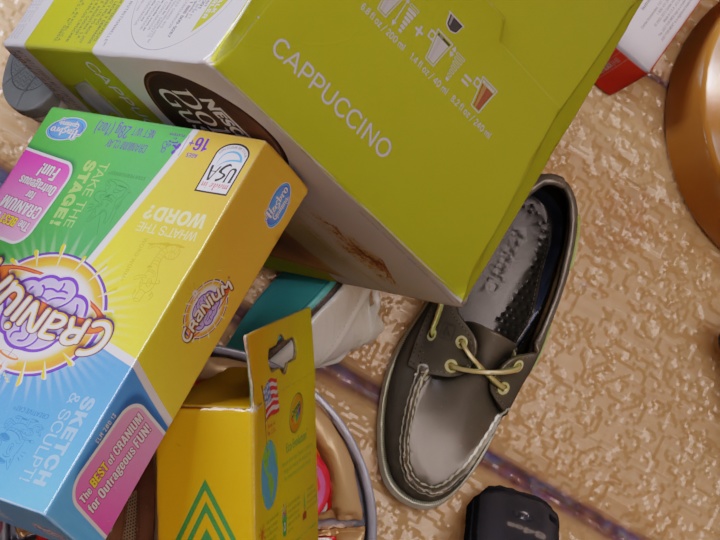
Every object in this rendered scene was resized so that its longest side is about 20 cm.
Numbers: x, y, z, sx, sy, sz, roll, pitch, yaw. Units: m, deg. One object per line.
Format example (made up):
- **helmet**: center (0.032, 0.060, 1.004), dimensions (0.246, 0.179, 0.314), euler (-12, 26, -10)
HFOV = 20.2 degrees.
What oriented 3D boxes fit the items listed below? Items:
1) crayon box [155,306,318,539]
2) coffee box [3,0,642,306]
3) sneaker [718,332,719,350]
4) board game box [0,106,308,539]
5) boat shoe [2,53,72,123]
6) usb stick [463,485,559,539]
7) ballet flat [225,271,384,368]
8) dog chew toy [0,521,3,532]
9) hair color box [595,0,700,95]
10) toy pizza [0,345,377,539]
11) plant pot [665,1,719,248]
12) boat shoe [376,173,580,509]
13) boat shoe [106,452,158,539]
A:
- **crayon box**: center (-0.057, 0.122, 0.978), dimensions (0.051, 0.127, 0.200), euler (0, 94, 12)
- **coffee box**: center (-0.017, -0.127, 1.027), dimensions (0.200, 0.198, 0.200), euler (43, 71, -35)
- **sneaker**: center (0.247, 0.123, 1.156), dimensions (0.084, 0.075, 0.200), euler (-29, 90, -22)
- **board game box**: center (-0.134, 0.021, 0.943), dimensions (0.040, 0.153, 0.200), euler (49, 61, -43)
- **boat shoe**: center (-0.125, -0.162, 1.109), dimensions (0.065, 0.074, 0.202), euler (39, 67, -43)
- **usb stick**: center (0.077, 0.190, 1.061), dimensions (0.055, 0.033, 0.200), euler (12, 37, -2)
- **ballet flat**: center (0.000, 0.000, 1.120), dimensions (0.069, 0.069, 0.200), euler (36, 73, -7)
- **dog chew toy**: center (-0.257, 0.181, 0.980), dimensions (0.200, 0.125, 0.125), euler (-43, 94, -13)
- **hair color box**: center (0.108, -0.207, 1.178), dimensions (0.200, 0.061, 0.102), euler (40, 74, -7)
- **toy pizza**: center (-0.089, 0.139, 1.058), dimensions (0.200, 0.032, 0.201), euler (-1, 95, -6)
- **plant pot**: center (0.302, -0.097, 1.149), dimensions (0.200, 0.183, 0.201), euler (2, 81, -15)
- **boat shoe**: center (0.067, 0.036, 1.128), dimensions (0.072, 0.060, 0.202), euler (26, 76, -10)
- **boat shoe**: center (-0.118, 0.128, 1.002), dimensions (0.072, 0.076, 0.200), euler (-1, 90, 6)
